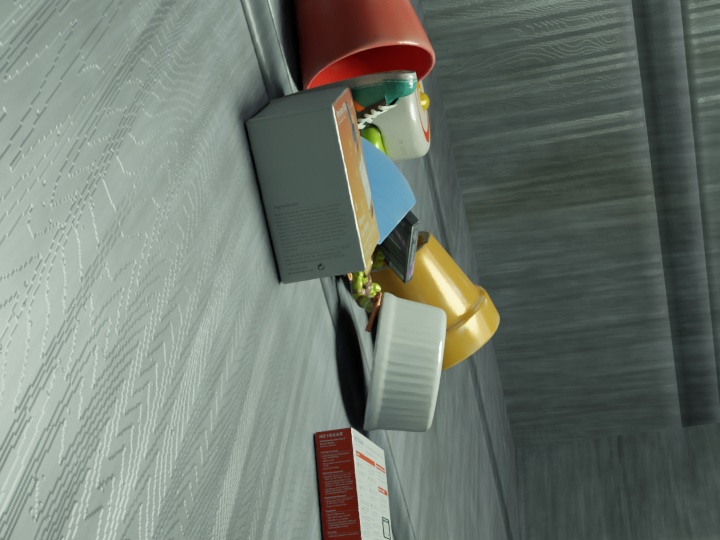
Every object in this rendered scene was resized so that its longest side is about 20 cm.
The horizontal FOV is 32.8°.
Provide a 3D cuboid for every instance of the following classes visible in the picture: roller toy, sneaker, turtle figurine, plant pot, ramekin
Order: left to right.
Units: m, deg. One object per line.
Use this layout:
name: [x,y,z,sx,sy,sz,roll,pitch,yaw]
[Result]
sneaker: [-0.008,-0.205,1.559,0.071,0.199,0.080,-22,101,-53]
plant pot: [-0.008,-0.353,1.740,0.200,0.199,0.178,42,32,-74]
turtle figurine: [0.000,0.000,1.785,0.161,0.064,0.201,62,23,-77]
roller toy: [0.047,-0.276,2.054,0.182,0.139,0.201,-22,102,-80]
ramekin: [0.064,0.138,1.762,0.200,0.097,0.202,8,90,-88]
plant pot: [0.099,0.044,1.997,0.184,0.199,0.200,61,17,-17]

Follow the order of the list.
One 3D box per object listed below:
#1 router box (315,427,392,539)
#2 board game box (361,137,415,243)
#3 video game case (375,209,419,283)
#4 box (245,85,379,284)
router box: [-0.003,0.306,1.552,0.200,0.049,0.181,53,30,-69]
board game box: [-0.016,-0.108,1.657,0.158,0.039,0.200,43,37,-2]
video game case: [0.031,-0.075,1.807,0.143,0.019,0.200,49,-17,18]
box: [-0.053,-0.106,1.475,0.152,0.106,0.201,-66,146,-71]
